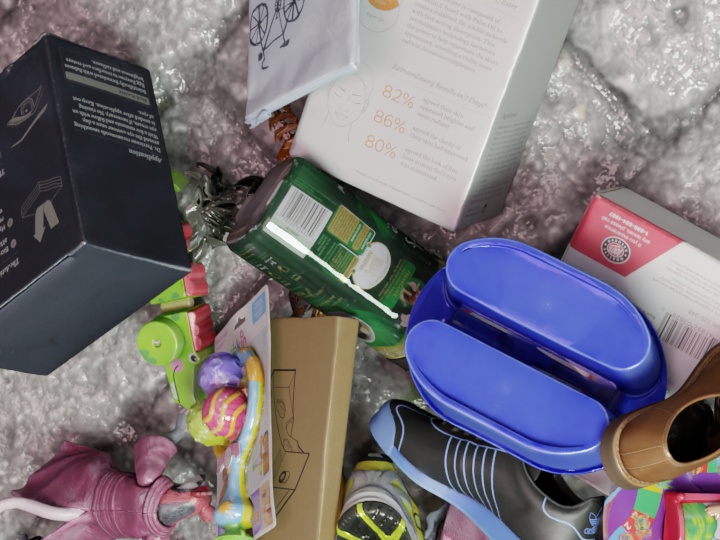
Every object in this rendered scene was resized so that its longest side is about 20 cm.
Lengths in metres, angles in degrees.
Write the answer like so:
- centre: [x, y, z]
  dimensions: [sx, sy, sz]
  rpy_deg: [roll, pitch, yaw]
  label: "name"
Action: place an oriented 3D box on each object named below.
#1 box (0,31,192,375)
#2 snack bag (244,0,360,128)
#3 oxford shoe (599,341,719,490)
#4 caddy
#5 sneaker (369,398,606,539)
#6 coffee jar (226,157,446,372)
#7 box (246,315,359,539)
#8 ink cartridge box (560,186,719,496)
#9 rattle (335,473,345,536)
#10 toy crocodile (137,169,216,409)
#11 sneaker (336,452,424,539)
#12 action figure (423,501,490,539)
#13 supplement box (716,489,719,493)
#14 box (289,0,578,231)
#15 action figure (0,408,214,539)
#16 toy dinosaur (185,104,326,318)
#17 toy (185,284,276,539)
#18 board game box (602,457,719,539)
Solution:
- centre: [-0.257, -0.049, 1.535]
  dimensions: [0.196, 0.117, 0.201]
  rpy_deg: [-33, 58, 34]
  label: "box"
- centre: [-0.039, -0.224, 1.442]
  dimensions: [0.188, 0.021, 0.201]
  rpy_deg: [-19, 67, 58]
  label: "snack bag"
- centre: [0.259, 0.094, 1.303]
  dimensions: [0.071, 0.200, 0.072]
  rpy_deg: [-22, 97, 56]
  label: "oxford shoe"
- centre: [0.125, 0.061, 1.362]
  dimensions: [0.199, 0.105, 0.142]
  rpy_deg: [27, 84, 14]
  label: "caddy"
- centre: [0.097, 0.147, 1.417]
  dimensions: [0.200, 0.070, 0.078]
  rpy_deg: [38, 108, 23]
  label: "sneaker"
- centre: [0.000, 0.000, 1.461]
  dimensions: [0.200, 0.104, 0.086]
  rpy_deg: [36, 76, -13]
  label: "coffee jar"
- centre: [-0.058, 0.136, 1.470]
  dimensions: [0.163, 0.021, 0.201]
  rpy_deg: [-5, 76, 60]
  label: "box"
- centre: [0.206, 0.057, 1.427]
  dimensions: [0.147, 0.086, 0.201]
  rpy_deg: [31, 109, 16]
  label: "ink cartridge box"
- centre: [-0.097, 0.255, 1.589]
  dimensions: [0.200, 0.130, 0.143]
  rpy_deg: [-27, 77, 47]
  label: "rattle"
- centre: [-0.154, 0.016, 1.580]
  dimensions: [0.061, 0.067, 0.201]
  rpy_deg: [-10, 93, 23]
  label: "toy crocodile"
- centre: [0.026, 0.224, 1.464]
  dimensions: [0.075, 0.077, 0.201]
  rpy_deg: [1, 134, 6]
  label: "sneaker"
- centre: [0.157, 0.235, 1.480]
  dimensions: [0.199, 0.134, 0.150]
  rpy_deg: [4, 72, 23]
  label: "action figure"
- centre: [0.246, 0.218, 1.388]
  dimensions: [0.069, 0.067, 0.200]
  rpy_deg: [45, 78, -1]
  label: "supplement box"
- centre: [0.059, -0.155, 1.447]
  dimensions: [0.152, 0.106, 0.201]
  rpy_deg: [26, 107, 18]
  label: "box"
- centre: [-0.206, 0.191, 1.582]
  dimensions: [0.199, 0.149, 0.135]
  rpy_deg: [-7, 88, 37]
  label: "action figure"
- centre: [-0.068, -0.053, 1.538]
  dimensions: [0.135, 0.102, 0.201]
  rpy_deg: [-7, 77, 8]
  label: "toy dinosaur"
- centre: [-0.108, 0.122, 1.487]
  dimensions: [0.115, 0.047, 0.201]
  rpy_deg: [-43, 47, 53]
  label: "toy"
- centre: [0.272, 0.180, 1.342]
  dimensions: [0.200, 0.039, 0.158]
  rpy_deg: [-44, 94, -13]
  label: "board game box"
